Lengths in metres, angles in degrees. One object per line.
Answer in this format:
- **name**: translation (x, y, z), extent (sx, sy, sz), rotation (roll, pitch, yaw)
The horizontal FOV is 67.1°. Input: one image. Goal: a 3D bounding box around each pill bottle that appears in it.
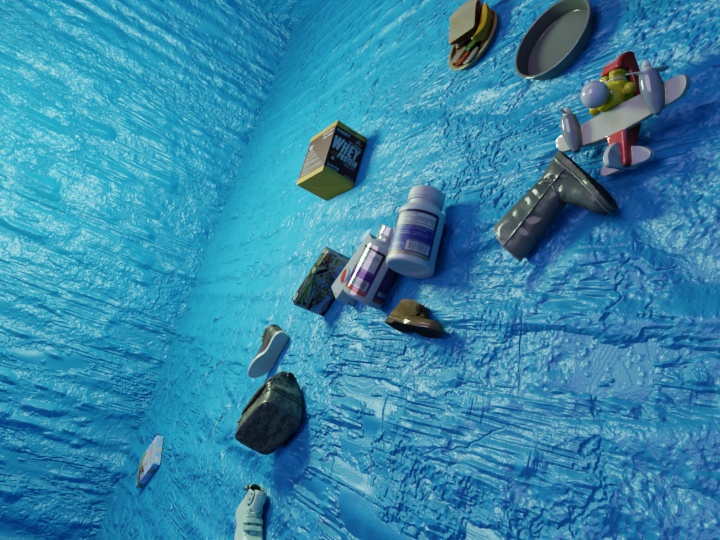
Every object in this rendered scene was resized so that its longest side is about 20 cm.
- **pill bottle**: translation (0.140, -0.095, 1.304), extent (0.119, 0.119, 0.202), rotation (-12, 57, 56)
- **pill bottle**: translation (0.046, -0.012, 1.406), extent (0.201, 0.111, 0.111), rotation (-63, 28, 3)

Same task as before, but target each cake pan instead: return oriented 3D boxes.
- **cake pan**: translation (0.436, -0.514, 1.218), extent (0.200, 0.037, 0.202), rotation (-40, 36, 38)

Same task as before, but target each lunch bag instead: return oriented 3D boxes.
- **lunch bag**: translation (-0.262, 0.409, 1.584), extent (0.200, 0.139, 0.168), rotation (-50, 15, 24)

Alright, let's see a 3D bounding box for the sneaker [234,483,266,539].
- **sneaker**: translation (-0.292, 0.670, 1.475), extent (0.119, 0.073, 0.200), rotation (-67, 25, 9)

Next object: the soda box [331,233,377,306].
- **soda box**: translation (0.000, 0.000, 1.526), extent (0.201, 0.063, 0.068), rotation (-55, 30, 19)

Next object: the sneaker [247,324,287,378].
- **sneaker**: translation (-0.322, 0.272, 1.858), extent (0.201, 0.070, 0.099), rotation (-54, 28, 7)

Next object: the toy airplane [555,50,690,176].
- **toy airplane**: translation (0.428, -0.265, 0.923), extent (0.201, 0.140, 0.200), rotation (-58, 24, 26)

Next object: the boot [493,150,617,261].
- **boot**: translation (0.349, -0.097, 1.003), extent (0.200, 0.072, 0.183), rotation (-52, 36, 25)

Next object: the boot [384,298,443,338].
- **boot**: translation (0.127, 0.104, 1.229), extent (0.076, 0.073, 0.200), rotation (-59, 25, -11)

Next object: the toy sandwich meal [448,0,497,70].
- **toy sandwich meal**: translation (0.303, -0.665, 1.528), extent (0.205, 0.070, 0.207), rotation (-40, 37, 39)

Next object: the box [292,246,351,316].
- **box**: translation (-0.109, 0.035, 1.634), extent (0.201, 0.109, 0.035), rotation (-56, 30, 17)

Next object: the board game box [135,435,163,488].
- **board game box**: translation (-0.975, 0.885, 2.512), extent (0.200, 0.036, 0.152), rotation (-50, 31, 24)

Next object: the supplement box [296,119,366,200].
- **supplement box**: translation (-0.103, -0.387, 1.931), extent (0.197, 0.132, 0.202), rotation (-13, 58, 56)
